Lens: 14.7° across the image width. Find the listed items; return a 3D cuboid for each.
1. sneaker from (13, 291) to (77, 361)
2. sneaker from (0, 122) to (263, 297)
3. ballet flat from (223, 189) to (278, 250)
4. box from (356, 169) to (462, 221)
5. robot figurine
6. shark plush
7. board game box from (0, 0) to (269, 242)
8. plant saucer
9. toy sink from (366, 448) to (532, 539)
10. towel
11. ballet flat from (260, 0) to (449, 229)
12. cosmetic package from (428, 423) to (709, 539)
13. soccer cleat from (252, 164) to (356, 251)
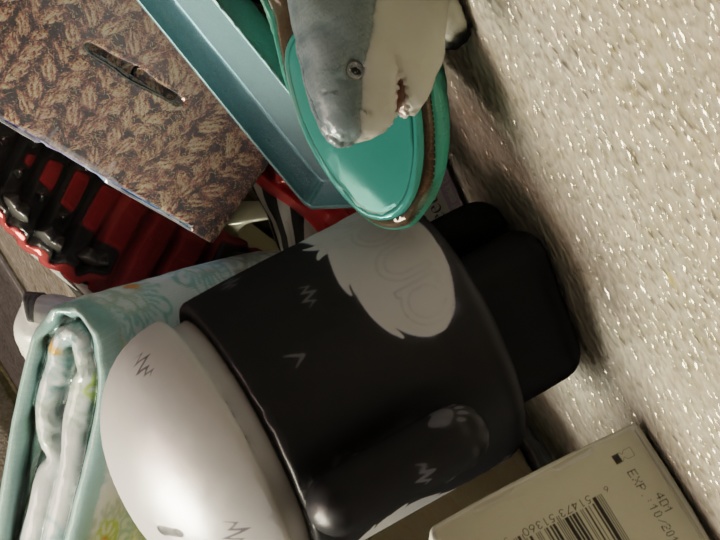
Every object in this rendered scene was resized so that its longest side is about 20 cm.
[{"bbox_3d":[-0.117,0.076,1.354,0.074,0.087,0.200,11,155,27],"label":"sneaker"},{"bbox_3d":[-0.125,-0.014,1.378,0.200,0.071,0.098,36,162,-20],"label":"sneaker"},{"bbox_3d":[-0.075,-0.035,1.460,0.200,0.070,0.069,40,-178,-33],"label":"ballet flat"},{"bbox_3d":[-0.001,-0.079,1.231,0.200,0.041,0.039,66,167,-13],"label":"box"},{"bbox_3d":[-0.010,0.051,1.159,0.125,0.200,0.150,60,167,11],"label":"robot figurine"},{"bbox_3d":[-0.021,-0.149,1.053,0.200,0.083,0.091,63,168,-2],"label":"shark plush"},{"bbox_3d":[-0.127,-0.124,1.310,0.159,0.097,0.200,31,-169,-27],"label":"board game box"},{"bbox_3d":[-0.062,-0.104,1.181,0.200,0.019,0.070,51,159,-20],"label":"plant saucer"},{"bbox_3d":[0.015,0.123,1.434,0.131,0.112,0.200,61,163,9],"label":"toy sink"},{"bbox_3d":[-0.104,0.094,1.278,0.048,0.171,0.201,23,109,22],"label":"towel"},{"bbox_3d":[-0.005,-0.109,1.144,0.070,0.067,0.200,-3,-117,-58],"label":"ballet flat"},{"bbox_3d":[0.086,0.150,1.211,0.071,0.105,0.200,60,170,21],"label":"cosmetic package"},{"bbox_3d":[0.000,0.000,1.354,0.200,0.068,0.085,59,177,34],"label":"soccer cleat"}]
